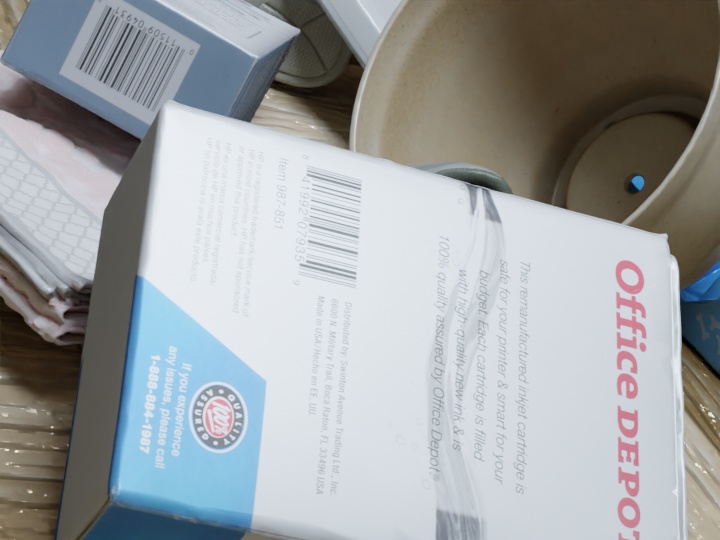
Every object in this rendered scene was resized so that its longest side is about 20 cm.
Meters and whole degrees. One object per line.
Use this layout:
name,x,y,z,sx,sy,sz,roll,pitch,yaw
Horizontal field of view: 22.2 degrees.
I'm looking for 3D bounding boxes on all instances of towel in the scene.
towel,-0.125,-0.041,0.795,0.200,0.032,0.190,39,22,26

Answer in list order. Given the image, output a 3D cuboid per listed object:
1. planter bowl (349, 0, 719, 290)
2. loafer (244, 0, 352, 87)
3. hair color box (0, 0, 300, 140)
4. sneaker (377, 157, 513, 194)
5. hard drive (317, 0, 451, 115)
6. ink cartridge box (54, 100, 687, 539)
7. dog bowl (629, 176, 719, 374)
planter bowl,0.113,-0.061,0.899,0.135,0.200,0.200,35,10,-47
loafer,-0.096,-0.163,1.044,0.199,0.072,0.063,28,9,-4
hair color box,-0.092,-0.107,0.871,0.098,0.061,0.200,30,11,-2
sneaker,0.000,0.000,0.754,0.079,0.074,0.200,-9,20,32
hard drive,0.010,-0.156,1.043,0.201,0.026,0.132,58,22,20
ink cartridge box,0.006,0.045,0.640,0.198,0.084,0.146,14,60,-18
dog bowl,0.204,0.008,0.970,0.111,0.050,0.200,4,31,-34
